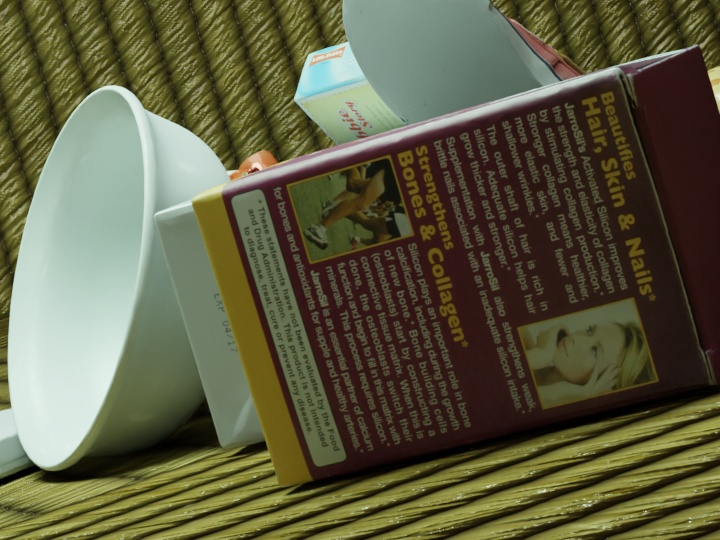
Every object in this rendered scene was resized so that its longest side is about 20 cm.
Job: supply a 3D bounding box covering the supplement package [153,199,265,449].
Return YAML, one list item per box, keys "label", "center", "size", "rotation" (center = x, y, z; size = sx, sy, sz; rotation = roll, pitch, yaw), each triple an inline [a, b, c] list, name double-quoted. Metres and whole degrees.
- label: "supplement package"
  center: [0.000, 0.000, 1.479]
  size: [0.120, 0.121, 0.200]
  rotation: [-15, 5, 19]

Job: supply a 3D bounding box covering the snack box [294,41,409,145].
- label: "snack box"
  center: [0.069, -0.057, 1.617]
  size: [0.116, 0.200, 0.037]
  rotation: [-13, 46, 38]

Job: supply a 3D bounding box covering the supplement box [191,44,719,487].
- label: "supplement box"
  center: [0.052, -0.002, 1.217]
  size: [0.200, 0.131, 0.103]
  rotation: [-14, 4, 26]

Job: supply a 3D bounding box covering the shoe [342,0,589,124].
- label: "shoe"
  center: [0.080, -0.079, 1.460]
  size: [0.072, 0.200, 0.091]
  rotation: [-52, -9, 13]

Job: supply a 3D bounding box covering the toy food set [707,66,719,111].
- label: "toy food set"
  center: [0.250, -0.055, 1.318]
  size: [0.198, 0.049, 0.200]
  rotation: [3, 10, -3]

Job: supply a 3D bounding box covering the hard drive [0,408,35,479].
- label: "hard drive"
  center: [-0.239, 0.111, 1.642]
  size: [0.200, 0.027, 0.132]
  rotation: [-21, 5, -42]

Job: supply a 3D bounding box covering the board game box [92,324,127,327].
- label: "board game box"
  center: [-0.084, 0.050, 1.720]
  size: [0.158, 0.039, 0.200]
  rotation: [-1, -1, -1]

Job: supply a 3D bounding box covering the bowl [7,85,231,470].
- label: "bowl"
  center: [-0.109, 0.010, 1.556]
  size: [0.090, 0.201, 0.201]
  rotation: [10, -8, -23]

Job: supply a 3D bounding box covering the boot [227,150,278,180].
- label: "boot"
  center: [-0.044, -0.021, 1.810]
  size: [0.200, 0.107, 0.075]
  rotation: [-1, -4, 44]
